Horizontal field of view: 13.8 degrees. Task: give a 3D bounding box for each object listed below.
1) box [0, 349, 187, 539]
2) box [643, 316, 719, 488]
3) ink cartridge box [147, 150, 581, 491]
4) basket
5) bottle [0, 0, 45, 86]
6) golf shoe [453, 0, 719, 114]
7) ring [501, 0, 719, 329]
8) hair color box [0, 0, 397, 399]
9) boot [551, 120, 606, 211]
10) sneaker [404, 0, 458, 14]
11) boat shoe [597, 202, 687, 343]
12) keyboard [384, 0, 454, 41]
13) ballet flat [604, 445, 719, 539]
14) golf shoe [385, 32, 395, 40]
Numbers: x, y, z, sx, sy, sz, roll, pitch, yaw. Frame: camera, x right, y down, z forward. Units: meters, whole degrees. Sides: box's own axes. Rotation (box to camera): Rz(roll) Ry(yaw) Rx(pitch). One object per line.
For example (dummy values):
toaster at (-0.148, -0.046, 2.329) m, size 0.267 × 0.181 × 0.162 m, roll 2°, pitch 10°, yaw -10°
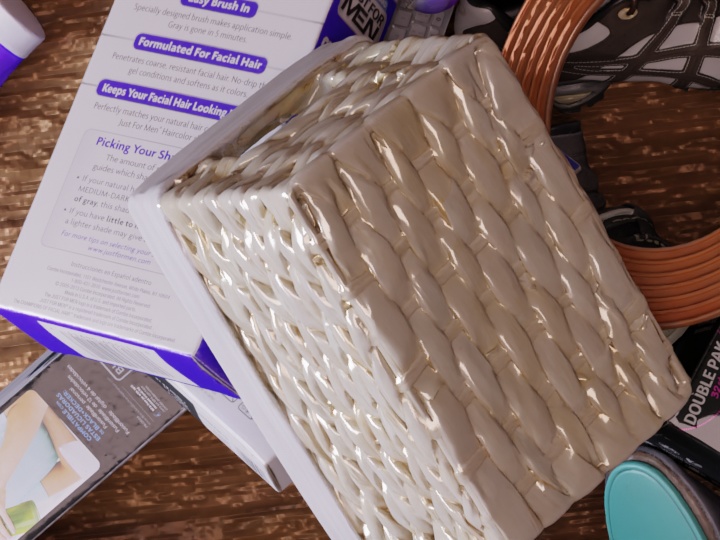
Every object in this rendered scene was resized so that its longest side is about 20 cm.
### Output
box at (-0.169, 0.095, 1.426) m, size 0.200 × 0.117 × 0.060 m, roll -40°, pitch 95°, yaw 8°
box at (0.238, 0.022, 1.350) m, size 0.149 × 0.124 × 0.200 m, roll 30°, pitch 84°, yaw -1°
ink cartridge box at (0.000, 0.000, 1.342) m, size 0.200 × 0.037 × 0.095 m, roll -44°, pitch 61°, yaw -11°
basket at (0.024, 0.012, 1.228) m, size 0.136 × 0.123 × 0.200 m, roll -39°, pitch 106°, yaw -26°
bottle at (-0.239, -0.063, 1.432) m, size 0.200 × 0.065 × 0.084 m, roll -41°, pitch 92°, yaw 9°
golf shoe at (0.140, -0.125, 1.368) m, size 0.200 × 0.094 × 0.078 m, roll -15°, pitch 67°, yaw 5°
ring at (0.138, -0.071, 1.275) m, size 0.200 × 0.019 × 0.200 m, roll -12°, pitch 70°, yaw 37°
hair color box at (-0.072, -0.053, 1.317) m, size 0.109 × 0.065 × 0.200 m, roll 13°, pitch 76°, yaw 28°
boot at (0.041, 0.020, 1.425) m, size 0.200 × 0.070 × 0.132 m, roll -30°, pitch 93°, yaw -3°
sneaker at (0.077, -0.199, 1.350) m, size 0.099 × 0.070 × 0.200 m, roll 19°, pitch 65°, yaw -10°
boat shoe at (0.057, 0.039, 1.371) m, size 0.200 × 0.072 × 0.068 m, roll -31°, pitch 50°, yaw 8°
keyboard at (-0.007, -0.062, 1.387) m, size 0.056 × 0.011 × 0.200 m, roll 13°, pitch 109°, yaw -19°
ballet flat at (0.173, 0.164, 1.414) m, size 0.073 × 0.073 × 0.200 m, roll -21°, pitch 102°, yaw 8°
golf shoe at (-0.050, -0.067, 1.412) m, size 0.200 × 0.077 × 0.088 m, roll -31°, pitch 100°, yaw 9°
